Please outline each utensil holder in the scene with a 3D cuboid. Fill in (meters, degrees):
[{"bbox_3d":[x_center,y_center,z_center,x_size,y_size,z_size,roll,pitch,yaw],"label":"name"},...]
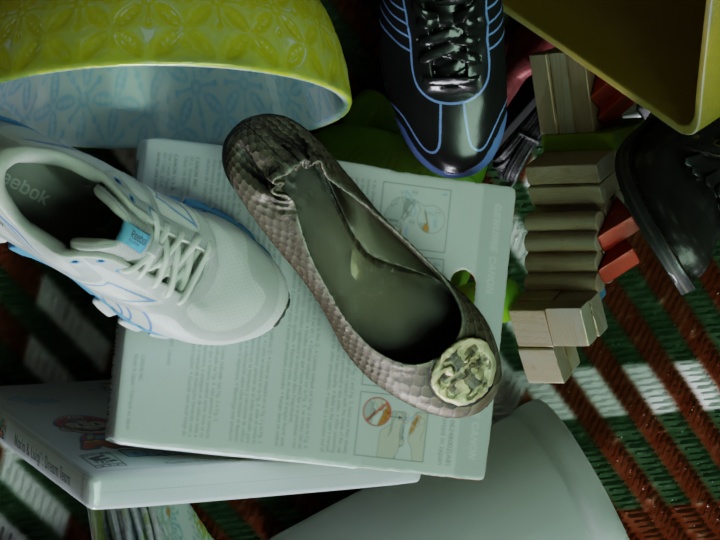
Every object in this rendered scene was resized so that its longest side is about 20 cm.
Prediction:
[{"bbox_3d":[0.059,0.199,1.662,0.200,0.170,0.170,-25,133,-9],"label":"utensil holder"}]

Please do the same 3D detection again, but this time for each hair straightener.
[{"bbox_3d":[0.108,-0.098,1.541,0.077,0.041,0.200,20,107,-40],"label":"hair straightener"}]

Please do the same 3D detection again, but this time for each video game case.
[{"bbox_3d":[-0.095,0.092,1.482,0.200,0.182,0.024,-2,104,-29],"label":"video game case"}]

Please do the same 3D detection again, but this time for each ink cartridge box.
[{"bbox_3d":[-0.027,0.022,1.393,0.200,0.047,0.160,7,86,-10],"label":"ink cartridge box"}]

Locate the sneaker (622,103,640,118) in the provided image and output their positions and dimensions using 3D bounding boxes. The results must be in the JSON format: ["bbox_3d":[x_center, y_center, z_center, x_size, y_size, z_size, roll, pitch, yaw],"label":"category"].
[{"bbox_3d":[0.208,-0.147,1.525,0.200,0.100,0.075,-30,168,19],"label":"sneaker"}]

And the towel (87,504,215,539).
[{"bbox_3d":[-0.103,0.207,1.569,0.048,0.171,0.200,-21,135,8],"label":"towel"}]

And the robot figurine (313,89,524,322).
[{"bbox_3d":[0.000,0.000,1.475,0.116,0.175,0.200,48,58,-48],"label":"robot figurine"}]

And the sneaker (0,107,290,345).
[{"bbox_3d":[-0.115,-0.012,1.295,0.200,0.087,0.075,25,88,-27],"label":"sneaker"}]

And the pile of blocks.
[{"bbox_3d":[0.133,-0.035,1.463,0.082,0.062,0.200,17,76,-54],"label":"pile of blocks"}]

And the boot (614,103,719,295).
[{"bbox_3d":[0.229,-0.081,1.394,0.174,0.200,0.069,-21,119,24],"label":"boot"}]

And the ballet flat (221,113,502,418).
[{"bbox_3d":[0.005,0.000,1.340,0.067,0.046,0.200,-43,107,-13],"label":"ballet flat"}]

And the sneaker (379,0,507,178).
[{"bbox_3d":[0.040,-0.143,1.391,0.070,0.078,0.200,-7,100,3],"label":"sneaker"}]

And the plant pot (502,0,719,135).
[{"bbox_3d":[0.182,-0.225,1.395,0.176,0.200,0.200,-25,135,-29],"label":"plant pot"}]

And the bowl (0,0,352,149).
[{"bbox_3d":[-0.105,-0.132,1.333,0.200,0.200,0.108,3,79,-32],"label":"bowl"}]
